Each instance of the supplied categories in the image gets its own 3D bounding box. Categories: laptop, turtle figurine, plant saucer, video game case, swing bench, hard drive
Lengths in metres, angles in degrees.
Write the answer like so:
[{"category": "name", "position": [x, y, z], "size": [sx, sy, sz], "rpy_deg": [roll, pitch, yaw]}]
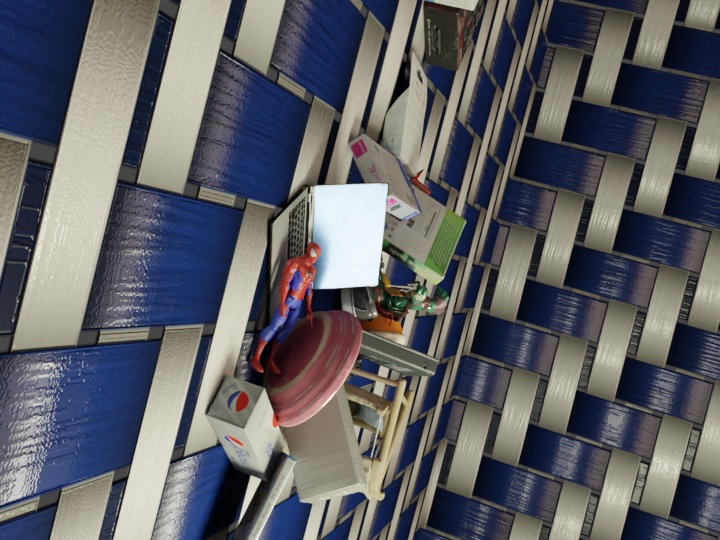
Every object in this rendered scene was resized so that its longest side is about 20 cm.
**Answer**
[{"category": "laptop", "position": [-0.050, -0.023, 1.433], "size": [0.200, 0.114, 0.191], "rpy_deg": [-53, 153, -53]}, {"category": "turtle figurine", "position": [0.065, 0.038, 1.677], "size": [0.198, 0.149, 0.102], "rpy_deg": [13, 111, -52]}, {"category": "plant saucer", "position": [-0.082, 0.138, 1.427], "size": [0.051, 0.199, 0.203], "rpy_deg": [40, 55, -24]}, {"category": "video game case", "position": [-0.161, 0.375, 1.447], "size": [0.203, 0.018, 0.143], "rpy_deg": [-63, -171, -11]}, {"category": "swing bench", "position": [-0.032, 0.266, 1.619], "size": [0.130, 0.195, 0.204], "rpy_deg": [56, 51, -70]}, {"category": "hard drive", "position": [0.019, 0.131, 1.593], "size": [0.139, 0.196, 0.034], "rpy_deg": [162, -51, -72]}]

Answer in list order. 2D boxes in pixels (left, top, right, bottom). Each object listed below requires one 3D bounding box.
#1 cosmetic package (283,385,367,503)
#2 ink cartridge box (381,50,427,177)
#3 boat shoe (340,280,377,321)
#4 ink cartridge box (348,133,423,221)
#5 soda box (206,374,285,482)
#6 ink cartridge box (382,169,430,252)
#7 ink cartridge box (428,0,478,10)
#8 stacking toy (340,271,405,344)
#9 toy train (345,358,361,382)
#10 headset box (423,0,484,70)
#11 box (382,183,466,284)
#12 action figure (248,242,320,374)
[{"category": "cosmetic package", "position": [-0.065, 0.262, 1.519], "size": [0.090, 0.104, 0.204], "rpy_deg": [53, 23, -70]}, {"category": "ink cartridge box", "position": [0.086, -0.298, 1.807], "size": [0.160, 0.046, 0.205], "rpy_deg": [31, 64, -74]}, {"category": "boat shoe", "position": [0.000, 0.000, 1.600], "size": [0.072, 0.066, 0.203], "rpy_deg": [70, 12, -47]}, {"category": "ink cartridge box", "position": [0.048, -0.156, 1.641], "size": [0.121, 0.041, 0.199], "rpy_deg": [67, 18, 14]}, {"category": "soda box", "position": [-0.163, 0.234, 1.374], "size": [0.202, 0.062, 0.069], "rpy_deg": [82, 29, -56]}, {"category": "ink cartridge box", "position": [0.086, -0.122, 1.867], "size": [0.110, 0.050, 0.200], "rpy_deg": [-55, 175, 30]}, {"category": "ink cartridge box", "position": [0.139, -0.562, 1.529], "size": [0.201, 0.144, 0.148], "rpy_deg": [77, 34, -59]}, {"category": "stacking toy", "position": [0.013, 0.048, 1.776], "size": [0.146, 0.143, 0.205], "rpy_deg": [46, 42, -72]}, {"category": "toy train", "position": [-0.034, 0.195, 1.848], "size": [0.200, 0.033, 0.047], "rpy_deg": [-15, 116, -73]}, {"category": "headset box", "position": [0.185, -0.512, 1.866], "size": [0.150, 0.073, 0.203], "rpy_deg": [80, 29, -57]}, {"category": "box", "position": [0.086, -0.085, 1.716], "size": [0.146, 0.198, 0.036], "rpy_deg": [-63, -172, -34]}, {"category": "action figure", "position": [-0.102, 0.054, 1.382], "size": [0.065, 0.051, 0.204], "rpy_deg": [14, 98, -47]}]
